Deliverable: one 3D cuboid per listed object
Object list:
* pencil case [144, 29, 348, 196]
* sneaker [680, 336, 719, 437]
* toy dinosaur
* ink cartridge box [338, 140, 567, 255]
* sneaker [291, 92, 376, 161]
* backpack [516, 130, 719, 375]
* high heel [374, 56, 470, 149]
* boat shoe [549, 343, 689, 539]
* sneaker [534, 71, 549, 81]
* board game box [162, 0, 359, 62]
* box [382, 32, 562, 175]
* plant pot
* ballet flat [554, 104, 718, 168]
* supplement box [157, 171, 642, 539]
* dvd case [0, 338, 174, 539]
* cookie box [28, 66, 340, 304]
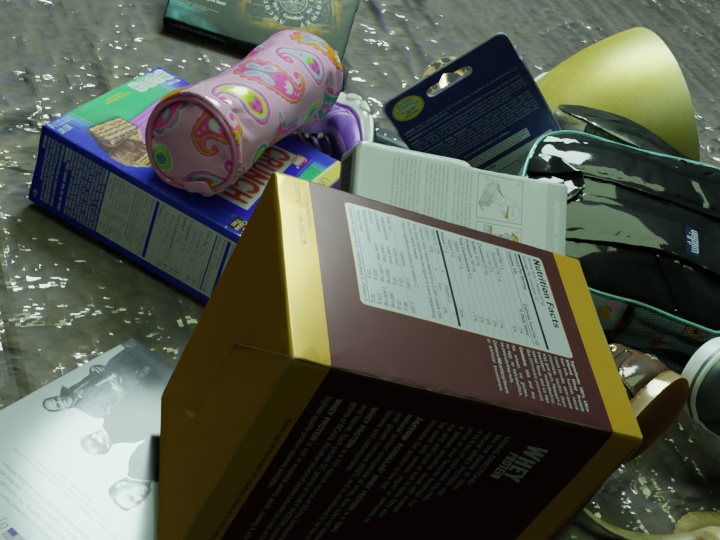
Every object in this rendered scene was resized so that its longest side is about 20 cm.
[{"bbox_3d":[-0.084,-0.127,0.854,0.087,0.088,0.200,28,33,10],"label":"pencil case"},{"bbox_3d":[0.318,0.112,0.815,0.199,0.079,0.079,28,7,-39],"label":"sneaker"},{"bbox_3d":[0.250,0.198,0.761,0.198,0.059,0.101,0,22,-15],"label":"toy dinosaur"},{"bbox_3d":[0.064,0.019,0.798,0.172,0.044,0.202,9,76,-20],"label":"ink cartridge box"},{"bbox_3d":[-0.045,-0.135,1.045,0.083,0.081,0.200,-17,40,-21],"label":"sneaker"},{"bbox_3d":[0.204,-0.015,0.902,0.199,0.153,0.177,19,58,-11],"label":"backpack"},{"bbox_3d":[0.110,-0.148,1.119,0.142,0.072,0.200,28,51,22],"label":"high heel"},{"bbox_3d":[0.140,0.122,0.751,0.199,0.071,0.070,-33,47,-28],"label":"boat shoe"},{"bbox_3d":[0.288,-0.169,1.243,0.198,0.077,0.111,17,28,1],"label":"sneaker"},{"bbox_3d":[-0.101,-0.303,1.189,0.198,0.136,0.028,17,-9,-8],"label":"board game box"},{"bbox_3d":[0.112,-0.109,0.940,0.200,0.121,0.033,51,16,-39],"label":"box"},{"bbox_3d":[0.226,-0.127,1.085,0.141,0.201,0.201,-13,42,-7],"label":"plant pot"},{"bbox_3d":[0.258,-0.090,0.973,0.199,0.057,0.067,28,29,-5],"label":"ballet flat"},{"bbox_3d":[0.010,0.083,0.616,0.199,0.198,0.133,15,40,-22],"label":"supplement box"},{"bbox_3d":[-0.155,0.126,0.652,0.150,0.025,0.200,35,37,18],"label":"dvd case"},{"bbox_3d":[-0.134,-0.071,0.887,0.199,0.076,0.171,29,34,10],"label":"cookie box"}]
